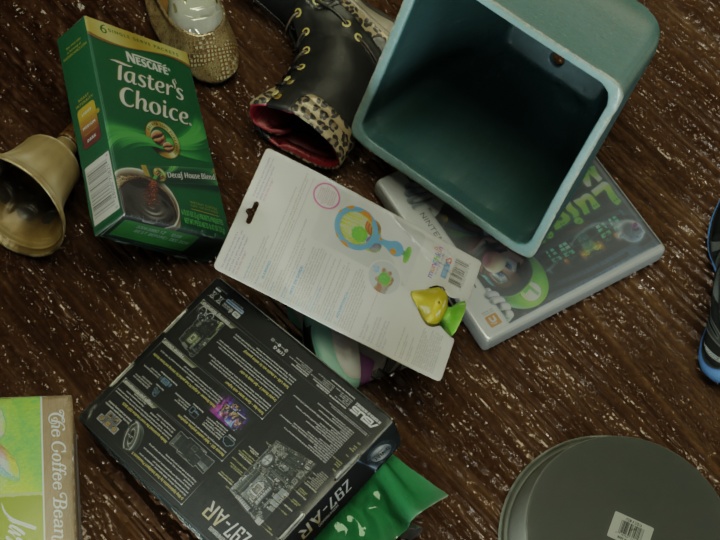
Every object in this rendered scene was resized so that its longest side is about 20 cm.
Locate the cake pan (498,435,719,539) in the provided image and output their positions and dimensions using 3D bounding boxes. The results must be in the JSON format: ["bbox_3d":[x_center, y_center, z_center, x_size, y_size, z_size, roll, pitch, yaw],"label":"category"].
[{"bbox_3d":[0.210,0.218,1.231,0.199,0.037,0.201,4,60,-7],"label":"cake pan"}]

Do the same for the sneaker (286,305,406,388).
[{"bbox_3d":[0.000,0.000,1.303,0.139,0.078,0.201,-13,73,-18],"label":"sneaker"}]

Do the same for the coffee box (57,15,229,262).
[{"bbox_3d":[-0.184,-0.112,1.312,0.123,0.044,0.201,16,51,-45],"label":"coffee box"}]

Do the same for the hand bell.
[{"bbox_3d":[-0.246,-0.113,1.330,0.104,0.104,0.200,28,47,7],"label":"hand bell"}]

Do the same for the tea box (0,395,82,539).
[{"bbox_3d":[-0.296,0.208,1.098,0.195,0.134,0.201,-2,61,-11],"label":"tea box"}]

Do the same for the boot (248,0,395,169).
[{"bbox_3d":[-0.053,-0.191,1.400,0.200,0.073,0.151,36,61,2],"label":"boot"}]

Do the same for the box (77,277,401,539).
[{"bbox_3d":[-0.093,0.122,1.187,0.200,0.044,0.160,36,74,27],"label":"box"}]

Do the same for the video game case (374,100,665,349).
[{"bbox_3d":[0.142,-0.045,1.377,0.199,0.023,0.182,-25,68,-21],"label":"video game case"}]

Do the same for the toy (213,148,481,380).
[{"bbox_3d":[-0.011,0.001,1.233,0.199,0.047,0.116,26,62,-7],"label":"toy"}]

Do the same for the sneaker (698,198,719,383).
[{"bbox_3d":[0.340,0.003,1.346,0.070,0.083,0.201,15,59,-1],"label":"sneaker"}]

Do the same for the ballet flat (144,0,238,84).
[{"bbox_3d":[-0.169,-0.262,1.424,0.070,0.065,0.201,-23,67,-21],"label":"ballet flat"}]

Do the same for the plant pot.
[{"bbox_3d":[0.145,-0.176,1.333,0.196,0.196,0.200,35,44,11],"label":"plant pot"}]

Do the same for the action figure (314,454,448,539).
[{"bbox_3d":[-0.034,0.142,1.217,0.118,0.055,0.200,-36,64,-6],"label":"action figure"}]
